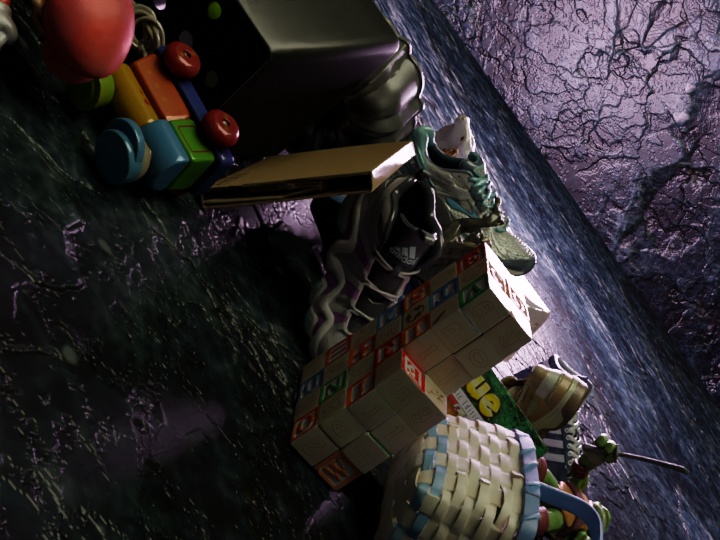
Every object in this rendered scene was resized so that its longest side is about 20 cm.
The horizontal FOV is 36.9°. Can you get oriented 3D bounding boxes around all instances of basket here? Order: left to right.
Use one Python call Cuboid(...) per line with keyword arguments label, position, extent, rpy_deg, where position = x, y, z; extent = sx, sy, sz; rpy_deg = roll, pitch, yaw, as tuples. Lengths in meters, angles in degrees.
Cuboid(label="basket", position=(0.114, 0.213, 0.891), extent=(0.197, 0.141, 0.177), rpy_deg=(22, 23, -1))

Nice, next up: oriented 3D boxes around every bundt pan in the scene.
Cuboid(label="bundt pan", position=(-0.034, -0.190, 1.173), extent=(0.202, 0.201, 0.076), rpy_deg=(49, 44, -18))

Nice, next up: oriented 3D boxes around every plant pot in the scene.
Cuboid(label="plant pot", position=(-0.120, -0.229, 1.035), extent=(0.201, 0.199, 0.177), rpy_deg=(56, 32, 2))

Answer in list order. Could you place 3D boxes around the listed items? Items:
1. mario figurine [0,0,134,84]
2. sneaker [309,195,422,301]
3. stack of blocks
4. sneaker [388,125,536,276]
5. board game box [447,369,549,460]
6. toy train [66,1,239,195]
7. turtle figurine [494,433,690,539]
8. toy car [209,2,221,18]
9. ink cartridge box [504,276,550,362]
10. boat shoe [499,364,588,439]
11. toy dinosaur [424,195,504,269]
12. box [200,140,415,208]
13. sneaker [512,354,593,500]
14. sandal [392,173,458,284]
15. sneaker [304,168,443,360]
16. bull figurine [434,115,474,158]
Cuboid(label="mario figurine", position=(-0.245, -0.209, 0.836), extent=(0.201, 0.123, 0.106), rpy_deg=(52, -5, 29))
Cuboid(label="sneaker", position=(0.000, 0.000, 1.127), extent=(0.088, 0.079, 0.201), rpy_deg=(4, 49, -49))
Cuboid(label="stack of blocks", position=(0.040, 0.076, 0.874), extent=(0.059, 0.199, 0.116), rpy_deg=(48, 19, -19))
Cuboid(label="sneaker", position=(0.113, -0.074, 1.148), extent=(0.199, 0.087, 0.078), rpy_deg=(38, 25, 3))
Cuboid(label="board game box", position=(0.088, 0.128, 1.061), extent=(0.201, 0.104, 0.023), rpy_deg=(53, -10, -4))
Cuboid(label="toy train", position=(-0.195, -0.155, 0.888), extent=(0.115, 0.084, 0.202), rpy_deg=(-11, 67, -55))
Cuboid(label="turtle figurine", position=(0.233, 0.240, 1.127), extent=(0.192, 0.146, 0.199), rpy_deg=(22, 0, -33))
Cuboid(label="toy car", position=(-0.133, -0.388, 1.225), extent=(0.165, 0.199, 0.158), rpy_deg=(53, 19, -5))
Cuboid(label="ink cartridge box", position=(0.102, -0.004, 1.221), extent=(0.144, 0.084, 0.201), rpy_deg=(16, 32, -42))
Cuboid(label="boat shoe", position=(0.183, 0.146, 1.202), extent=(0.076, 0.200, 0.072), rpy_deg=(34, 61, 3))
Cuboid(label="toy dinosaur", position=(0.091, -0.029, 1.022), extent=(0.087, 0.199, 0.048), rpy_deg=(-29, 100, -28))
Cuboid(label="box", position=(-0.043, -0.094, 1.030), extent=(0.200, 0.161, 0.022), rpy_deg=(-46, 130, -71))
Cuboid(label="sneaker", position=(0.257, 0.202, 1.341), extent=(0.070, 0.108, 0.202), rpy_deg=(15, 44, -61))
Cuboid(label="sandal", position=(0.082, -0.009, 1.101), extent=(0.201, 0.076, 0.043), rpy_deg=(55, 0, 19))
Cuboid(label="sneaker", position=(0.021, 0.000, 0.958), extent=(0.077, 0.139, 0.203), rpy_deg=(20, 68, -29))
Cuboid(label="bull figurine", position=(0.068, -0.125, 1.317), extent=(0.065, 0.201, 0.122), rpy_deg=(-28, 65, -36))
